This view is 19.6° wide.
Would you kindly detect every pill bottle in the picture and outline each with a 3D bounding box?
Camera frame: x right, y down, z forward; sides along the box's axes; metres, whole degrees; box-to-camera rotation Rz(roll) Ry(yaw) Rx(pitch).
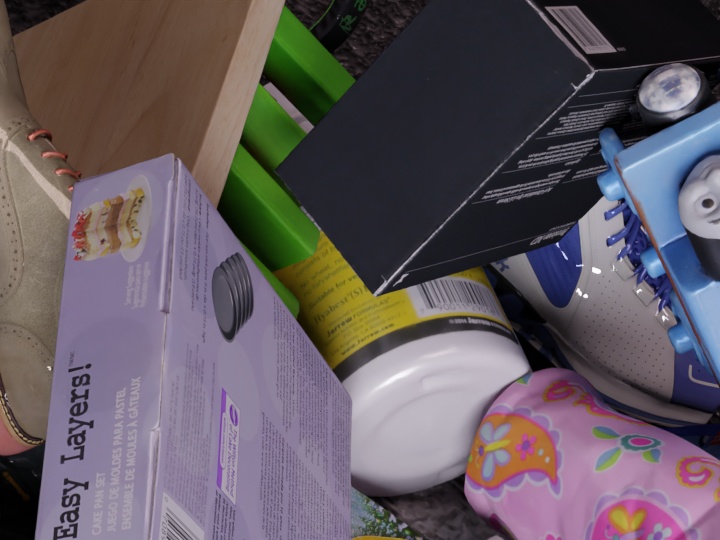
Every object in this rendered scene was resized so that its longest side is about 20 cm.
[{"bbox_3d":[0.000,0.000,1.017,0.111,0.112,0.201,0,49,-28],"label":"pill bottle"}]

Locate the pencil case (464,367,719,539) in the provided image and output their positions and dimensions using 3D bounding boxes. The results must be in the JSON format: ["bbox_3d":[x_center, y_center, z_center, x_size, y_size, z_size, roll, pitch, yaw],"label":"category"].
[{"bbox_3d":[0.127,0.111,0.891,0.087,0.088,0.200,-4,18,-31],"label":"pencil case"}]

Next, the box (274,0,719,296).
[{"bbox_3d":[0.073,-0.072,0.942,0.079,0.141,0.200,48,25,14],"label":"box"}]

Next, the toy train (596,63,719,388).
[{"bbox_3d":[0.171,0.001,0.903,0.086,0.200,0.115,-27,42,4],"label":"toy train"}]

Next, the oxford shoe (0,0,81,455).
[{"bbox_3d":[-0.129,-0.031,0.827,0.070,0.074,0.201,-27,106,-70],"label":"oxford shoe"}]

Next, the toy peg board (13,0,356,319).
[{"bbox_3d":[-0.101,-0.038,0.965,0.098,0.198,0.201,46,41,-31],"label":"toy peg board"}]

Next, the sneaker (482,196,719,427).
[{"bbox_3d":[0.126,-0.011,1.085,0.199,0.115,0.081,32,32,4],"label":"sneaker"}]

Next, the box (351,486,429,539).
[{"bbox_3d":[-0.021,0.181,0.880,0.136,0.038,0.200,34,42,6],"label":"box"}]

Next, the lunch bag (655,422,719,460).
[{"bbox_3d":[0.181,0.141,0.949,0.199,0.094,0.151,0,45,28],"label":"lunch bag"}]

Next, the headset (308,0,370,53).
[{"bbox_3d":[-0.086,-0.182,1.153,0.199,0.124,0.094,16,5,31],"label":"headset"}]

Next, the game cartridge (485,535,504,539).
[{"bbox_3d":[0.080,0.196,0.839,0.129,0.039,0.200,-24,49,-37],"label":"game cartridge"}]

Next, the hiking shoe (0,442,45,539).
[{"bbox_3d":[-0.150,0.077,0.908,0.199,0.075,0.087,14,17,-11],"label":"hiking shoe"}]

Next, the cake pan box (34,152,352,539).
[{"bbox_3d":[-0.055,0.090,0.781,0.052,0.184,0.201,-13,54,19],"label":"cake pan box"}]
